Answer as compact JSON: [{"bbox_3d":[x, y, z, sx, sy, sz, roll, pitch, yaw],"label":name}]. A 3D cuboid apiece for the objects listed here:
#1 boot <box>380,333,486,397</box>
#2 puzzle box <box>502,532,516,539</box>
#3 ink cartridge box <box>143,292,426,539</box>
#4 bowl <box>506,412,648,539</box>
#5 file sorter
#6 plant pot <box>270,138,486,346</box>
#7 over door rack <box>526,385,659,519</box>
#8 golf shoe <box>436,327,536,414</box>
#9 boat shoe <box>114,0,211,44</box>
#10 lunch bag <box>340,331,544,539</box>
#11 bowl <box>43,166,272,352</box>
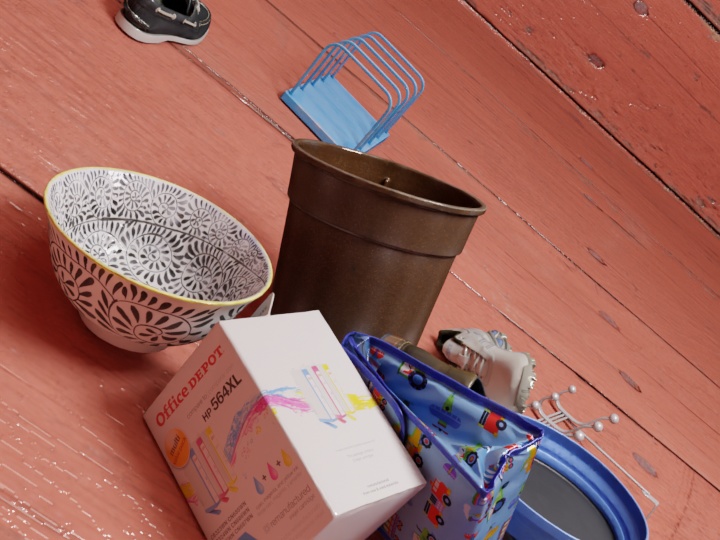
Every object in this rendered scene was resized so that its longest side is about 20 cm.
[{"bbox_3d":[0.069,0.151,0.945,0.096,0.202,0.075,15,50,30],"label":"boot"},{"bbox_3d":[0.145,0.275,0.947,0.132,0.026,0.201,11,37,-45],"label":"puzzle box"},{"bbox_3d":[-0.070,0.133,0.818,0.124,0.129,0.201,-3,52,-53],"label":"ink cartridge box"},{"bbox_3d":[0.187,0.216,0.998,0.198,0.040,0.201,26,20,-10],"label":"bowl"},{"bbox_3d":[-0.001,-0.267,1.524,0.139,0.123,0.200,45,25,0],"label":"file sorter"},{"bbox_3d":[0.000,0.000,0.991,0.197,0.202,0.200,17,12,-4],"label":"plant pot"},{"bbox_3d":[0.300,0.237,1.296,0.201,0.067,0.147,55,28,19],"label":"over door rack"},{"bbox_3d":[0.143,0.116,1.205,0.095,0.080,0.200,16,6,-12],"label":"golf shoe"},{"bbox_3d":[-0.243,-0.341,1.338,0.076,0.060,0.200,44,25,-1],"label":"boat shoe"},{"bbox_3d":[0.039,0.152,0.877,0.199,0.152,0.094,35,46,25],"label":"lunch bag"},{"bbox_3d":[-0.181,0.006,0.857,0.198,0.095,0.202,23,23,-10],"label":"bowl"}]
